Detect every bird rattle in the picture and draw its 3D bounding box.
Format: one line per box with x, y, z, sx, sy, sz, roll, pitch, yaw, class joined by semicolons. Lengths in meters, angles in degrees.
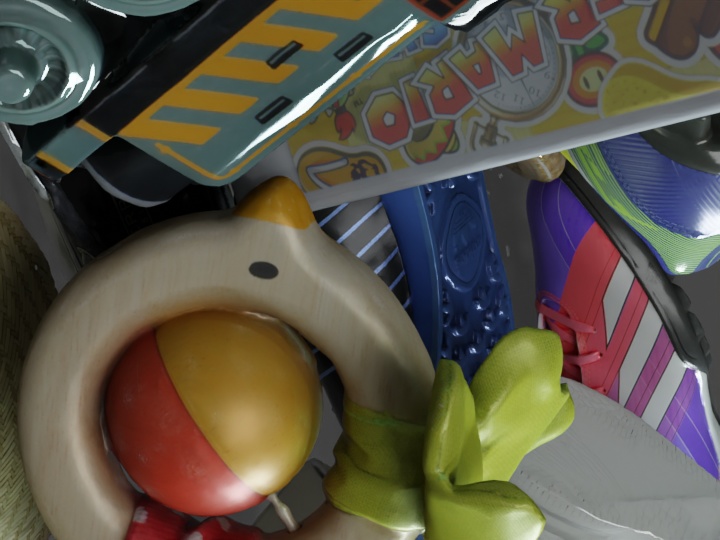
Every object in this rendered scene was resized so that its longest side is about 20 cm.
-0.034;0.063;0.695;0.199;0.113;0.164;-30;97;22;bird rattle

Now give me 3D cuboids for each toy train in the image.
-0.029;-0.087;0.593;0.114;0.086;0.200;32;129;-30;toy train

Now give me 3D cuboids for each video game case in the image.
0.019;-0.118;0.636;0.023;0.199;0.183;-28;102;-53;video game case

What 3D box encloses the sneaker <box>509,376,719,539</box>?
0.120;0.120;0.826;0.075;0.200;0.089;-48;171;-38;sneaker

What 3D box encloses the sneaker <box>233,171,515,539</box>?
0.000;0.000;0.757;0.070;0.077;0.202;-32;118;-56;sneaker

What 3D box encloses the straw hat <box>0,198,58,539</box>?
-0.155;0.066;0.689;0.200;0.085;0.203;-12;114;-29;straw hat

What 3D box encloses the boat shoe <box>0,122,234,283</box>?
-0.084;-0.056;0.696;0.071;0.068;0.201;-30;122;-19;boat shoe

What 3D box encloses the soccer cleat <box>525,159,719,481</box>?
0.095;0.049;0.856;0.073;0.068;0.201;-29;121;-3;soccer cleat

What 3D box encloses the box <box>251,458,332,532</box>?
0.029;0.179;0.824;0.200;0.109;0.128;35;99;-36;box

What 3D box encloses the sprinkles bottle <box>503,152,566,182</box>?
0.098;-0.128;0.783;0.068;0.068;0.200;40;85;-36;sprinkles bottle

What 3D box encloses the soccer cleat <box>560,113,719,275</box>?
0.055;-0.080;0.713;0.064;0.200;0.084;-22;146;-25;soccer cleat
